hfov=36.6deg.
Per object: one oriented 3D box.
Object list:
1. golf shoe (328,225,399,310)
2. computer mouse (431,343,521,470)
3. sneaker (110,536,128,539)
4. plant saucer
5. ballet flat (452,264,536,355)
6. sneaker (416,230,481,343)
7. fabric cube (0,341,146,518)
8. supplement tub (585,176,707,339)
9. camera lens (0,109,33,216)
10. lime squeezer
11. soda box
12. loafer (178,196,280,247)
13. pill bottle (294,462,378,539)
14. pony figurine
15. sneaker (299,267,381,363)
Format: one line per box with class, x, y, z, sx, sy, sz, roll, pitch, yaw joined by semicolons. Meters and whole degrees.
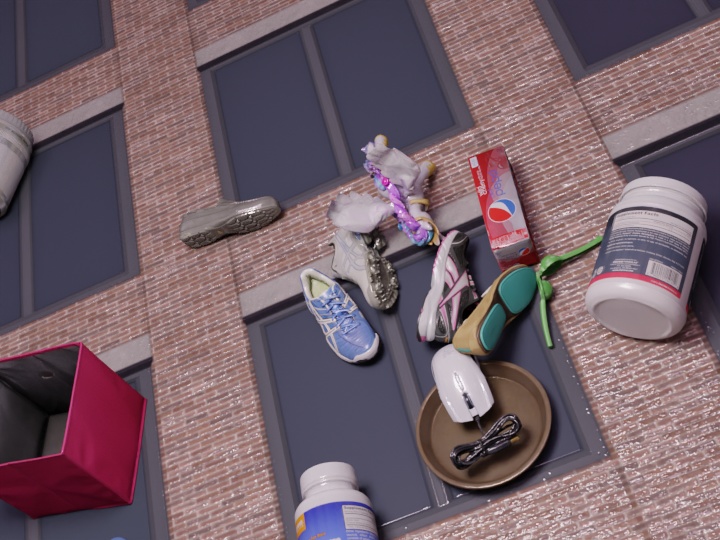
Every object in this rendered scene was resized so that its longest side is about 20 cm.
golf shoe;0.000;0.000;1.778;0.097;0.078;0.200;-35;42;22
computer mouse;0.148;0.178;1.552;0.110;0.044;0.200;-29;50;6
sneaker;-0.405;0.484;1.615;0.074;0.082;0.200;12;62;33
plant saucer;0.177;0.222;1.555;0.200;0.029;0.200;-13;53;18
ballet flat;0.195;0.055;1.612;0.063;0.069;0.200;-13;23;41
sneaker;0.148;0.034;1.683;0.086;0.080;0.200;14;61;7
fabric cube;-0.485;0.259;1.734;0.200;0.199;0.196;-12;54;17
supplement tub;0.407;-0.017;1.538;0.140;0.140;0.200;7;61;29
camera lens;-0.772;-0.214;2.221;0.160;0.160;0.200;-1;57;25
lime squeezer;0.295;0.022;1.642;0.071;0.038;0.200;28;69;4
soda box;0.226;-0.098;1.726;0.063;0.070;0.200;-18;51;12
loafer;-0.237;-0.101;1.948;0.200;0.070;0.070;-15;61;17
pill bottle;-0.031;0.371;1.496;0.112;0.112;0.200;-21;51;11
pony figurine;0.054;-0.133;1.758;0.167;0.193;0.200;-50;27;29
sneaker;-0.040;0.072;1.731;0.076;0.077;0.200;-39;52;-6
